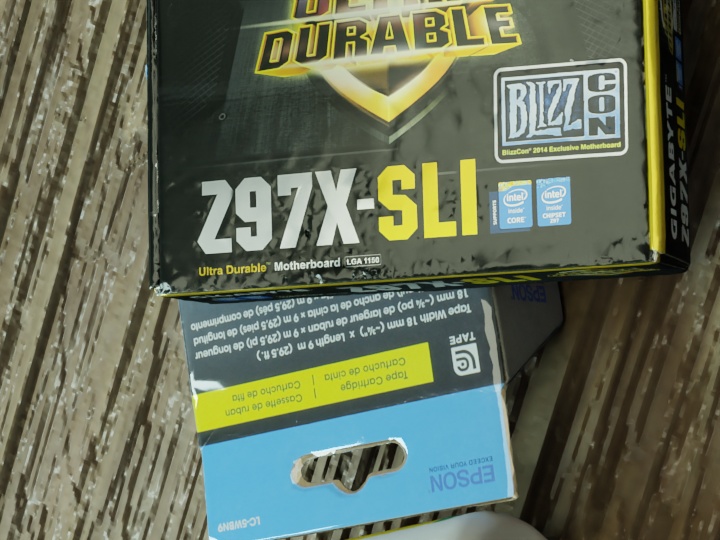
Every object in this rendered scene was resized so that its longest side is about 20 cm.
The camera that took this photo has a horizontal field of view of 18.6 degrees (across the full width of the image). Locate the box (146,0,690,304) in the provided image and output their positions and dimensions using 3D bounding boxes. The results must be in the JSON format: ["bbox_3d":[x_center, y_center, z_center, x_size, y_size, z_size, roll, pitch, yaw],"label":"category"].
[{"bbox_3d":[0.018,-0.073,0.801,0.199,0.049,0.161,-3,85,23],"label":"box"}]

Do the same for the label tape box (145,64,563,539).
[{"bbox_3d":[0.000,0.000,0.870,0.143,0.063,0.202,-13,80,30],"label":"label tape box"}]

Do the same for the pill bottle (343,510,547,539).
[{"bbox_3d":[-0.019,0.164,0.846,0.199,0.112,0.114,-16,79,31],"label":"pill bottle"}]
